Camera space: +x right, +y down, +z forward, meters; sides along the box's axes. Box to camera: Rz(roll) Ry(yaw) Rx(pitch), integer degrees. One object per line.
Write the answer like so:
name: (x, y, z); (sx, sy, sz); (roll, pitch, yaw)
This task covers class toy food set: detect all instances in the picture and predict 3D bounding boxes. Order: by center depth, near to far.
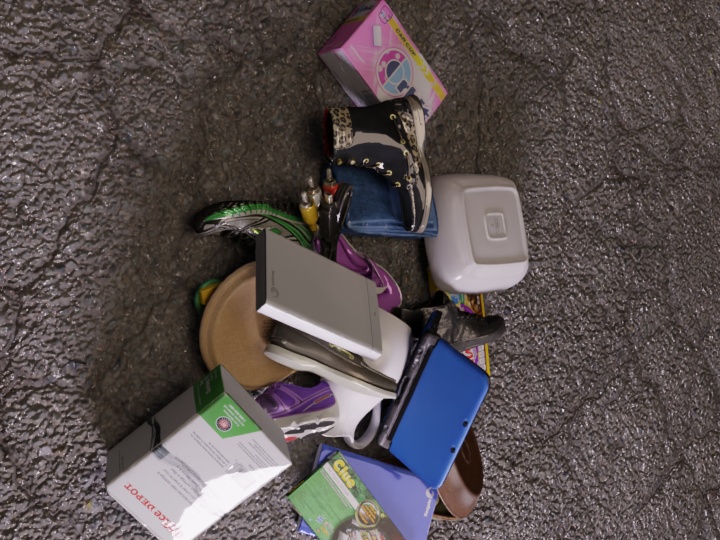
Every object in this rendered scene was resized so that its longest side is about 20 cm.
toy food set: (-0.139, 0.072, 1.441); (0.198, 0.049, 0.200); (-19, 118, -28)

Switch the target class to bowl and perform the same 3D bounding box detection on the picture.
bowl: (0.199, -0.066, 1.682); (0.198, 0.074, 0.203); (-3, 83, -36)

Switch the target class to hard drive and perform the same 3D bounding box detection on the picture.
hard drive: (-0.056, 0.034, 1.408); (0.199, 0.027, 0.133); (25, 42, -31)
hard drive: (0.014, 0.355, 1.552); (0.198, 0.025, 0.133); (19, 79, -14)

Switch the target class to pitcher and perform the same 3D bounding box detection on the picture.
pitcher: (0.006, 0.165, 1.544); (0.201, 0.120, 0.171); (-61, 144, -7)

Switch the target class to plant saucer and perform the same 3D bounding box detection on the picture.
plant saucer: (0.153, 0.290, 1.630); (0.201, 0.036, 0.202); (53, 27, -41)

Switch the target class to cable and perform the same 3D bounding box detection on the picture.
cable: (-0.053, -0.055, 1.482); (0.097, 0.050, 0.202); (-43, 149, -40)

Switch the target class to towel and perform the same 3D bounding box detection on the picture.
towel: (0.033, -0.107, 1.576); (0.198, 0.048, 0.113); (1, 72, -37)

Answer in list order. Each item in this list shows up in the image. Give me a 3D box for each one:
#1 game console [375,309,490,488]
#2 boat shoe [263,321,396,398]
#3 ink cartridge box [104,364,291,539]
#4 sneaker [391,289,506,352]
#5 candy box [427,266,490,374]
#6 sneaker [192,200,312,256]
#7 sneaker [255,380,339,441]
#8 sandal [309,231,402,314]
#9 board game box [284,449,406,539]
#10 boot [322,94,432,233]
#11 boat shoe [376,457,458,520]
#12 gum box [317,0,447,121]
game console: (0.113, 0.188, 1.527); (0.117, 0.171, 0.202); (25, 109, 4)
boat shoe: (-0.034, 0.124, 1.426); (0.200, 0.072, 0.061); (23, 73, -13)
ink cartridge box: (-0.212, 0.245, 1.332); (0.199, 0.083, 0.147); (-37, 116, 4)
sneaker: (0.146, 0.078, 1.645); (0.198, 0.060, 0.106); (-20, 106, -26)
candy box: (0.165, 0.086, 1.709); (0.101, 0.026, 0.203); (-11, 97, -33)
sneaker: (-0.144, -0.055, 1.435); (0.198, 0.078, 0.086); (2, 90, -38)
sneaker: (-0.130, 0.199, 1.438); (0.197, 0.081, 0.084); (-8, 61, -11)
sandal: (-0.003, 0.007, 1.561); (0.202, 0.050, 0.083); (39, 68, -29)
board game box: (-0.013, 0.378, 1.517); (0.104, 0.023, 0.201); (-37, 96, -14)
boot: (0.023, -0.152, 1.514); (0.152, 0.073, 0.206); (-7, 96, -22)
boat shoe: (0.096, 0.350, 1.631); (0.199, 0.073, 0.077); (25, 76, -35)
gum box: (0.040, -0.299, 1.577); (0.200, 0.066, 0.114); (50, 64, -28)
